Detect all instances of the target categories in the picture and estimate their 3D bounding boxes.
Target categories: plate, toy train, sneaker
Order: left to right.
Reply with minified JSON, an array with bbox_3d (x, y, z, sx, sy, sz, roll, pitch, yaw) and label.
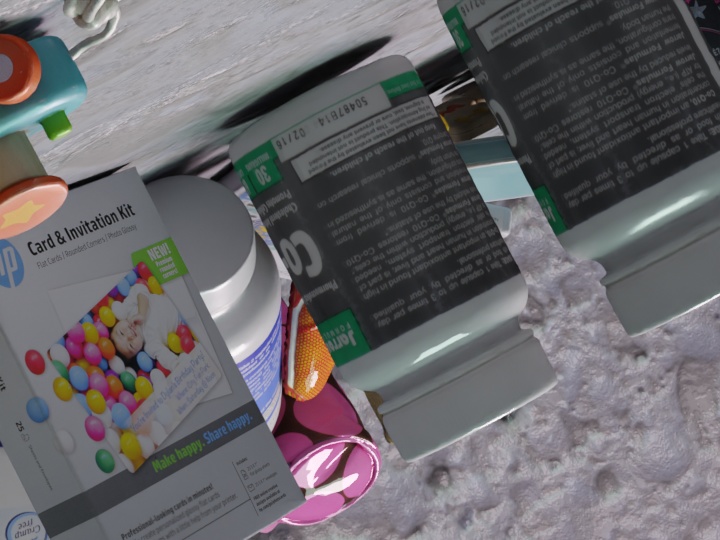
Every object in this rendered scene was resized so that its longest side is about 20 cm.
[{"bbox_3d":[-0.144,-0.029,0.808,0.200,0.056,0.150,-26,178,-34],"label":"toy train"},{"bbox_3d":[0.002,-0.012,1.618,0.073,0.077,0.200,-139,-111,-89],"label":"sneaker"},{"bbox_3d":[0.087,-0.068,1.767,0.200,0.026,0.200,-8,175,-1],"label":"plate"}]

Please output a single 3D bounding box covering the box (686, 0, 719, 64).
[{"bbox_3d":[0.205,-0.160,1.478,0.200,0.115,0.132,-28,180,40],"label":"box"}]

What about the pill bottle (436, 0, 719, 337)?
[{"bbox_3d":[0.131,-0.076,1.322,0.113,0.200,0.113,-27,178,-1],"label":"pill bottle"}]

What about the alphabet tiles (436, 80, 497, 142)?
[{"bbox_3d":[0.139,-0.145,1.909,0.200,0.015,0.196,-27,-165,-13],"label":"alphabet tiles"}]

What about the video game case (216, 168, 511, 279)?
[{"bbox_3d":[-0.022,-0.026,1.766,0.182,0.022,0.200,12,162,-20],"label":"video game case"}]

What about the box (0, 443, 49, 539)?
[{"bbox_3d":[-0.214,0.128,1.735,0.184,0.105,0.200,-6,-166,-27],"label":"box"}]

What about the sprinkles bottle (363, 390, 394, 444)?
[{"bbox_3d":[0.000,0.000,1.538,0.068,0.200,0.068,-28,179,-1],"label":"sprinkles bottle"}]

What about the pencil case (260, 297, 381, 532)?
[{"bbox_3d":[-0.070,0.075,1.727,0.094,0.200,0.091,-43,141,12],"label":"pencil case"}]

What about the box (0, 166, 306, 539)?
[{"bbox_3d":[-0.124,0.059,1.327,0.041,0.200,0.156,-29,178,34],"label":"box"}]

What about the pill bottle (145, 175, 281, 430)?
[{"bbox_3d":[-0.102,0.031,1.575,0.112,0.112,0.200,-27,153,-18],"label":"pill bottle"}]

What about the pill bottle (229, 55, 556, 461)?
[{"bbox_3d":[0.021,-0.006,1.439,0.113,0.200,0.113,-28,178,-1],"label":"pill bottle"}]
